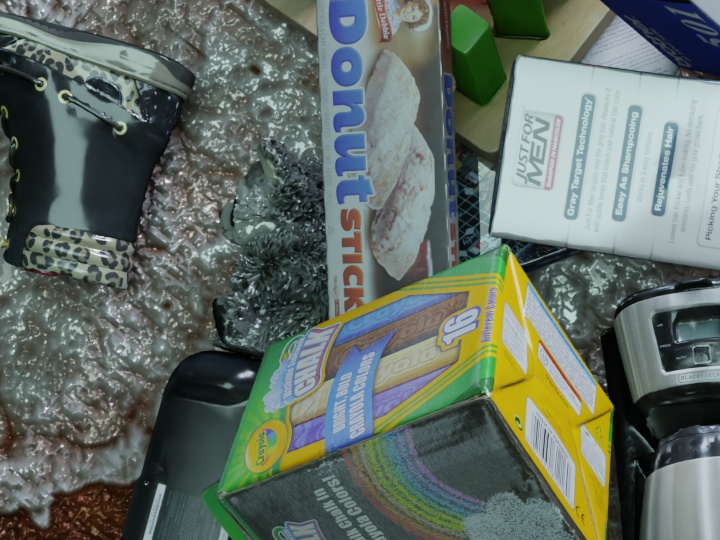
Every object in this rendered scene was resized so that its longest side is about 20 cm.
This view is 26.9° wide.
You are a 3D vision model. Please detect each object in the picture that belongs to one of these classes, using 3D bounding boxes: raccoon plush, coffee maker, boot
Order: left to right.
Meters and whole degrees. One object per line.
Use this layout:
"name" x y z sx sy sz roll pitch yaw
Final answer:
"boot" -0.218 -0.080 0.958 0.203 0.073 0.154 13 88 10
"raccoon plush" 0.000 0.000 0.906 0.199 0.097 0.134 14 81 10
"coffee maker" 0.194 0.127 0.835 0.134 0.192 0.201 4 64 -6

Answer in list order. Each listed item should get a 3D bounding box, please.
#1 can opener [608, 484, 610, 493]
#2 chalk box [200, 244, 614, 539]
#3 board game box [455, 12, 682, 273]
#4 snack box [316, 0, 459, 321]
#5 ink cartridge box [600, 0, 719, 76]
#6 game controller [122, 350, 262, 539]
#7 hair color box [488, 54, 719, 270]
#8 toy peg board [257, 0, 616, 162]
"can opener" 0.051 0.165 0.830 0.200 0.079 0.063 -39 71 10
"chalk box" 0.014 0.099 0.778 0.200 0.124 0.125 -22 118 26
"board game box" 0.106 -0.073 0.925 0.199 0.035 0.136 -20 81 6
"snack box" 0.016 -0.057 0.824 0.072 0.024 0.201 -2 92 21
"ink cartridge box" 0.149 -0.168 0.794 0.200 0.094 0.044 31 88 -33
"game controller" -0.083 0.147 0.859 0.104 0.042 0.201 11 80 21
"hair color box" 0.175 -0.053 0.819 0.199 0.061 0.100 9 94 3
"toy peg board" 0.058 -0.208 0.894 0.199 0.098 0.200 37 84 19
